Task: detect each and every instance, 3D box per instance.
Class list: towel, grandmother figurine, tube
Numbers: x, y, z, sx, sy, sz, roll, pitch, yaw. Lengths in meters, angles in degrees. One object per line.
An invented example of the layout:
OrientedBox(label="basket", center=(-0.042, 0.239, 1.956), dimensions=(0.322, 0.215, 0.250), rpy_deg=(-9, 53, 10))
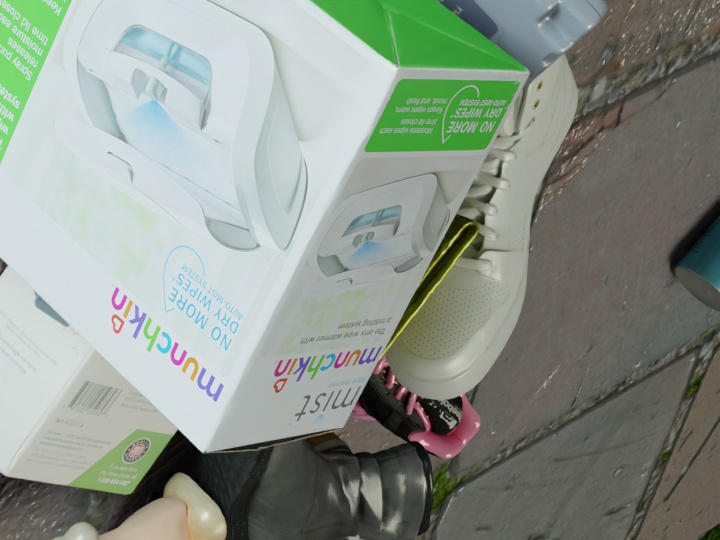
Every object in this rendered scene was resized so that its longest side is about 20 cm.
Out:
OrientedBox(label="towel", center=(0.000, 0.000, 1.013), dimensions=(0.086, 0.018, 0.200), rpy_deg=(-53, -167, -2))
OrientedBox(label="grandmother figurine", center=(-0.155, 0.161, 1.069), dimensions=(0.200, 0.061, 0.121), rpy_deg=(-26, 150, -40))
OrientedBox(label="tube", center=(0.307, -0.060, 1.611), dimensions=(0.200, 0.050, 0.077), rpy_deg=(-51, 160, -11))

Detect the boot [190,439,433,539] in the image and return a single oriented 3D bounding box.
OrientedBox(label="boot", center=(-0.021, 0.103, 1.163), dimensions=(0.131, 0.070, 0.200), rpy_deg=(-7, 139, -24))

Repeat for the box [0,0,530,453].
OrientedBox(label="box", center=(-0.062, -0.058, 0.891), dimensions=(0.097, 0.200, 0.177), rpy_deg=(-5, 129, -53))

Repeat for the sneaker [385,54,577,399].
OrientedBox(label="sneaker", center=(0.050, -0.048, 1.064), dimensions=(0.116, 0.073, 0.201), rpy_deg=(69, 35, -61))

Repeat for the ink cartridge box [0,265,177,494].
OrientedBox(label="ink cartridge box", center=(-0.102, 0.004, 1.048), dimensions=(0.200, 0.067, 0.117), rpy_deg=(-54, 154, 7))

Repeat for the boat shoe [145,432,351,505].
OrientedBox(label="boat shoe", center=(-0.093, 0.148, 1.250), dimensions=(0.200, 0.062, 0.075), rpy_deg=(-42, 156, 8))

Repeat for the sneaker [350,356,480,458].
OrientedBox(label="sneaker", center=(0.021, 0.050, 1.260), dimensions=(0.079, 0.095, 0.200), rpy_deg=(-45, 151, -6))

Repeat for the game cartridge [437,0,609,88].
OrientedBox(label="game cartridge", center=(0.012, -0.115, 0.951), dimensions=(0.041, 0.133, 0.200), rpy_deg=(-51, -174, -29))
